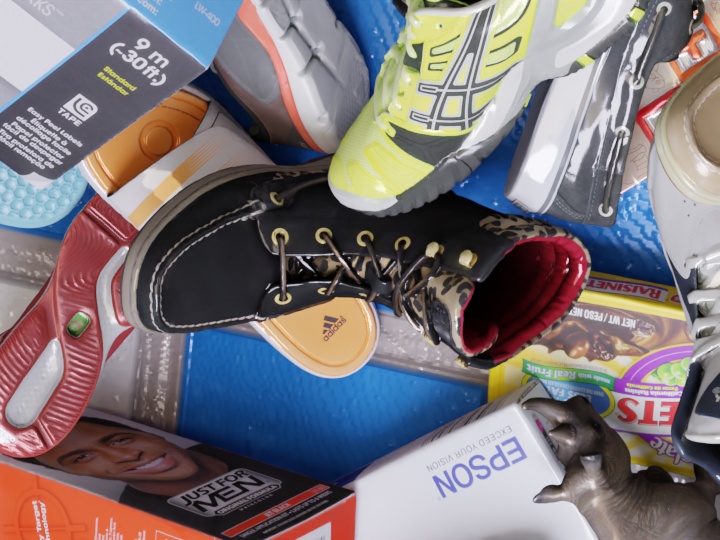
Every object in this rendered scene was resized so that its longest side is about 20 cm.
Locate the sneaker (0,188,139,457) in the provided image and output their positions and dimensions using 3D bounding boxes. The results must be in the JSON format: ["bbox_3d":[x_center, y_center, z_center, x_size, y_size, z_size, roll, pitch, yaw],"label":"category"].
[{"bbox_3d":[-0.152,0.008,1.100,0.078,0.115,0.200,45,78,-16],"label":"sneaker"}]

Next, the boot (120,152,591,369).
[{"bbox_3d":[0.000,0.000,0.955,0.150,0.199,0.074,23,118,41],"label":"boot"}]

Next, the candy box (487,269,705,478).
[{"bbox_3d":[0.163,0.058,1.014,0.198,0.026,0.103,11,125,17],"label":"candy box"}]

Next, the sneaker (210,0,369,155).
[{"bbox_3d":[-0.065,-0.141,1.011,0.081,0.077,0.201,-3,123,31],"label":"sneaker"}]

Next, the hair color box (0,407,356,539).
[{"bbox_3d":[-0.110,0.135,1.073,0.199,0.101,0.062,13,108,32],"label":"hair color box"}]

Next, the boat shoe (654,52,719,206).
[{"bbox_3d":[0.222,-0.089,0.889,0.199,0.065,0.073,-21,82,-20],"label":"boat shoe"}]

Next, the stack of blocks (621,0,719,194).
[{"bbox_3d":[0.170,-0.083,0.973,0.115,0.059,0.201,-33,91,23],"label":"stack of blocks"}]

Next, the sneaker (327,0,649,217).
[{"bbox_3d":[0.042,-0.101,0.880,0.076,0.076,0.200,25,130,-27],"label":"sneaker"}]

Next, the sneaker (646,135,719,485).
[{"bbox_3d":[0.176,0.028,0.895,0.079,0.130,0.201,-13,98,20],"label":"sneaker"}]

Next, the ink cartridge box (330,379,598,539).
[{"bbox_3d":[0.065,0.186,1.067,0.196,0.043,0.201,-30,91,33],"label":"ink cartridge box"}]

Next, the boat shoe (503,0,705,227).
[{"bbox_3d":[0.126,-0.114,0.918,0.056,0.069,0.201,19,112,-3],"label":"boat shoe"}]

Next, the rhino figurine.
[{"bbox_3d":[0.155,0.130,0.993,0.200,0.088,0.060,43,129,-9],"label":"rhino figurine"}]

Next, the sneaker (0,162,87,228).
[{"bbox_3d":[-0.250,-0.089,1.064,0.199,0.131,0.080,21,105,-25],"label":"sneaker"}]

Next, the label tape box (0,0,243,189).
[{"bbox_3d":[-0.139,-0.140,0.923,0.144,0.064,0.199,37,132,-27],"label":"label tape box"}]

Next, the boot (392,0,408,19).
[{"bbox_3d":[0.060,-0.163,0.917,0.070,0.200,0.132,37,108,8],"label":"boot"}]

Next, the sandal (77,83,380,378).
[{"bbox_3d":[-0.059,-0.022,1.036,0.207,0.059,0.079,44,84,-16],"label":"sandal"}]
